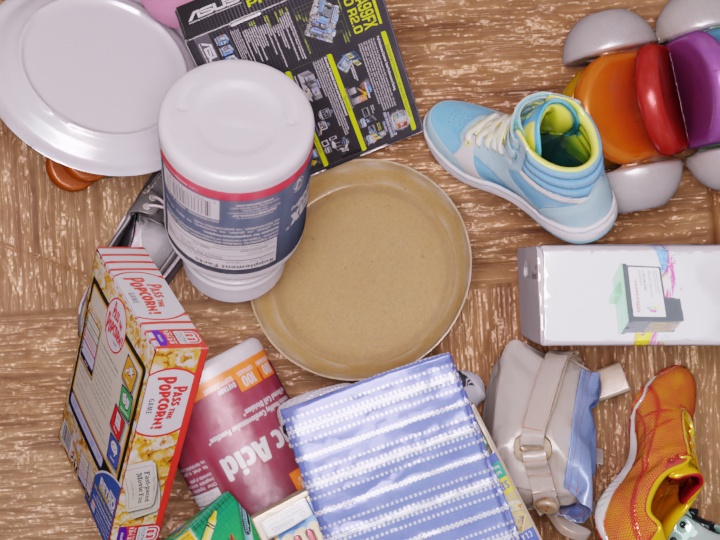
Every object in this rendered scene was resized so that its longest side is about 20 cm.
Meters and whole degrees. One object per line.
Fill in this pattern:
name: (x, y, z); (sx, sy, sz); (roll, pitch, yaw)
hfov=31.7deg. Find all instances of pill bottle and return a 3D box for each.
pill bottle: (-0.101, -0.063, 1.024); (0.119, 0.200, 0.120); (3, 59, -5)
pill bottle: (-0.093, 0.170, 1.094); (0.114, 0.114, 0.200); (-28, 90, 0)

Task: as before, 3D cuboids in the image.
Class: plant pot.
plant pot: (0.000, 0.000, 1.112); (0.200, 0.027, 0.201); (-3, 74, 11)

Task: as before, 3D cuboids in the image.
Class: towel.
towel: (0.037, 0.178, 0.980); (0.145, 0.024, 0.200); (-19, 87, -5)

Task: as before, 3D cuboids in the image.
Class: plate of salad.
plate of salad: (-0.220, -0.160, 1.067); (0.200, 0.048, 0.200); (13, 57, -20)

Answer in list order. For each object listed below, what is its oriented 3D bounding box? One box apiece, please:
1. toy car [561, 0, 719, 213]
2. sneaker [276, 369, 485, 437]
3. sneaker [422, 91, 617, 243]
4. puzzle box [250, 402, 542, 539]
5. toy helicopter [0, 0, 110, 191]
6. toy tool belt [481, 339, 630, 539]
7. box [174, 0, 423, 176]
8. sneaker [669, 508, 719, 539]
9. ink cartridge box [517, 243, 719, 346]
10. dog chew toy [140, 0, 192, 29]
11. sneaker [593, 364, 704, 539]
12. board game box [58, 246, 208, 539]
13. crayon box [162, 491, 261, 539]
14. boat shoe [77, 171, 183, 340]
toy car: (0.270, -0.148, 1.074); (0.200, 0.150, 0.175); (-13, 89, 1)
sneaker: (0.029, 0.151, 1.078); (0.200, 0.075, 0.115); (-5, 74, -32)
sneaker: (0.128, -0.116, 1.058); (0.200, 0.131, 0.080); (33, 71, 28)
puzzle box: (0.030, 0.207, 0.998); (0.200, 0.025, 0.133); (-27, 90, -7)
toy helicopter: (-0.253, -0.175, 1.112); (0.132, 0.079, 0.200); (-40, 102, -22)
toy tool belt: (0.167, 0.163, 1.077); (0.123, 0.125, 0.200); (9, 65, -1)
box: (-0.045, -0.165, 1.061); (0.160, 0.200, 0.044); (-23, 52, 1)
sneaker: (0.225, 0.240, 1.110); (0.200, 0.074, 0.118); (15, 97, -9)
ink cartridge box: (0.240, 0.020, 1.076); (0.200, 0.145, 0.084); (0, 90, 0)
dog chew toy: (-0.134, -0.255, 1.079); (0.200, 0.125, 0.125); (21, 90, -12)
sneaker: (0.262, 0.162, 1.074); (0.077, 0.200, 0.073); (-11, 129, 38)
board game box: (-0.193, 0.104, 1.043); (0.046, 0.152, 0.200); (0, 122, -31)
crayon box: (-0.138, 0.281, 1.067); (0.119, 0.058, 0.200); (49, 132, 0)
boat shoe: (-0.190, -0.015, 1.124); (0.067, 0.057, 0.200); (28, 90, 1)
